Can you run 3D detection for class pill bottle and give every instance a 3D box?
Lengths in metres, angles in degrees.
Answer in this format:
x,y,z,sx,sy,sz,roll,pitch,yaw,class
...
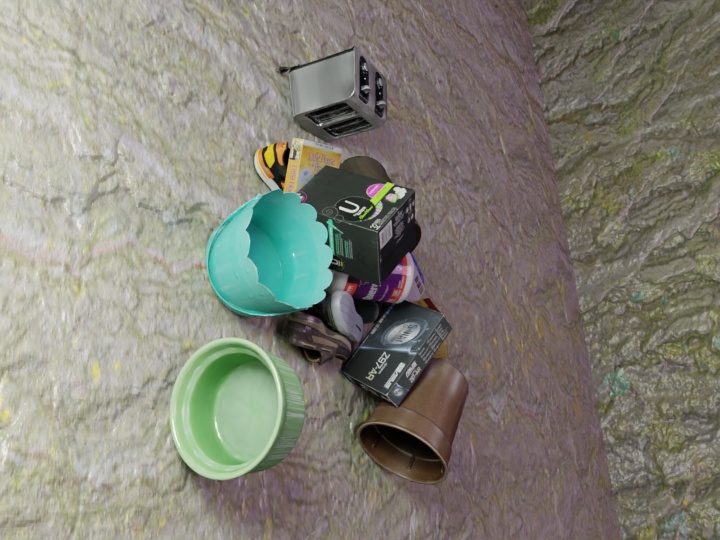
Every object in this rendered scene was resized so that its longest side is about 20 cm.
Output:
x,y,z,sx,sy,sz,roll,pitch,yaw,class
0.027,0.021,1.680,0.113,0.110,0.201,59,32,-25,pill bottle
0.000,0.000,1.528,0.196,0.112,0.115,7,65,-21,pill bottle

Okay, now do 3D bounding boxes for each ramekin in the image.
x,y,z,sx,sy,sz,roll,pitch,yaw,class
-0.178,0.208,1.152,0.097,0.196,0.204,27,53,-61,ramekin

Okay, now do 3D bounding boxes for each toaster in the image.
x,y,z,sx,sy,sz,roll,pitch,yaw,class
-0.054,-0.379,1.672,0.180,0.196,0.121,25,57,-63,toaster

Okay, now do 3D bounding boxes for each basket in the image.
x,y,z,sx,sy,sz,roll,pitch,yaw,class
0.039,-0.124,1.663,0.180,0.135,0.201,40,13,-51,basket

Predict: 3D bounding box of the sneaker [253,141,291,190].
x,y,z,sx,sy,sz,roll,pitch,yaw,class
-0.124,-0.176,1.531,0.200,0.089,0.071,47,39,-39,sneaker

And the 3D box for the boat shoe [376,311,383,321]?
x,y,z,sx,sy,sz,roll,pitch,yaw,class
0.091,0.138,1.779,0.203,0.071,0.065,67,29,-25,boat shoe

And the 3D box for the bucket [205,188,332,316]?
x,y,z,sx,sy,sz,roll,pitch,yaw,class
-0.159,-0.021,1.321,0.205,0.133,0.212,21,60,-43,bucket

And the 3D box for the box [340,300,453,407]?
x,y,z,sx,sy,sz,roll,pitch,yaw,class
0.072,0.160,1.562,0.201,0.159,0.044,-52,126,-15,box

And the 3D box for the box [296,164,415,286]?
x,y,z,sx,sy,sz,roll,pitch,yaw,class
-0.016,-0.087,1.421,0.149,0.197,0.126,-47,145,-41,box

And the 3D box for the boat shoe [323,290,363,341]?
x,y,z,sx,sy,sz,roll,pitch,yaw,class
-0.042,0.096,1.514,0.201,0.061,0.073,66,29,-64,boat shoe

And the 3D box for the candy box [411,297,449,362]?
x,y,z,sx,sy,sz,roll,pitch,yaw,class
0.167,0.181,1.814,0.117,0.055,0.204,-121,-159,-71,candy box

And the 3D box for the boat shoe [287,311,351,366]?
x,y,z,sx,sy,sz,roll,pitch,yaw,class
-0.086,0.142,1.483,0.200,0.073,0.074,40,69,-51,boat shoe

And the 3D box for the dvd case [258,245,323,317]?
x,y,z,sx,sy,sz,roll,pitch,yaw,class
-0.134,-0.016,1.505,0.200,0.024,0.153,41,43,-46,dvd case

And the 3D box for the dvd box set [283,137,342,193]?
x,y,z,sx,sy,sz,roll,pitch,yaw,class
-0.098,-0.146,1.490,0.146,0.029,0.204,0,103,-61,dvd box set

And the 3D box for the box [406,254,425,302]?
x,y,z,sx,sy,sz,roll,pitch,yaw,class
0.101,0.034,1.880,0.121,0.041,0.200,65,28,-16,box

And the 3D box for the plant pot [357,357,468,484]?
x,y,z,sx,sy,sz,roll,pitch,yaw,class
0.122,0.296,1.580,0.202,0.198,0.200,56,48,-29,plant pot
